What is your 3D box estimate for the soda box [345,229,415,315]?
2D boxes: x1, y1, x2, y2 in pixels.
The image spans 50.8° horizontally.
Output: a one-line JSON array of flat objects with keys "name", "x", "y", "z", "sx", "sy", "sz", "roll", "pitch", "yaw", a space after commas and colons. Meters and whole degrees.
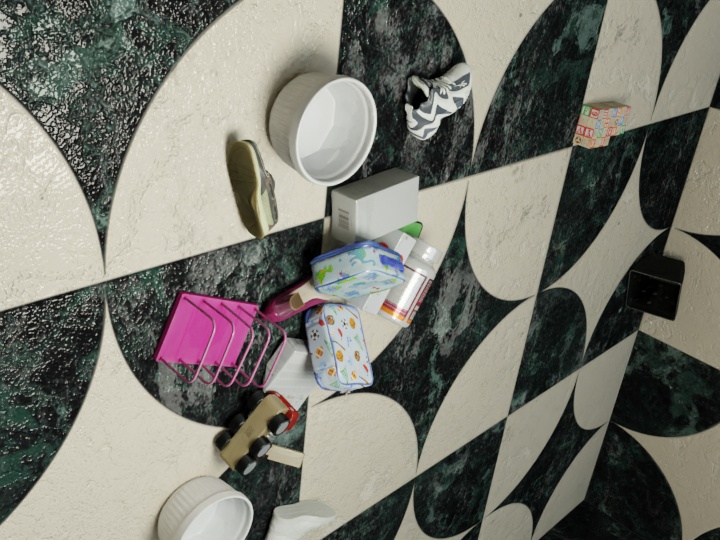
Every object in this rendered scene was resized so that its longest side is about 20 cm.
[{"name": "soda box", "x": 0.045, "y": -0.003, "z": 1.741, "sx": 0.064, "sy": 0.068, "sz": 0.201, "roll": 25, "pitch": 94, "yaw": -54}]

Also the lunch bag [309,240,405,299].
[{"name": "lunch bag", "x": 0.000, "y": 0.000, "z": 1.609, "sx": 0.200, "sy": 0.160, "sz": 0.083, "roll": 16, "pitch": 60, "yaw": -61}]

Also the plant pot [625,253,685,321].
[{"name": "plant pot", "x": 1.195, "y": 0.048, "z": 3.035, "sx": 0.178, "sy": 0.199, "sz": 0.201, "roll": -48, "pitch": 143, "yaw": -37}]

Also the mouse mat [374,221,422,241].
[{"name": "mouse mat", "x": 0.067, "y": -0.051, "z": 1.798, "sx": 0.199, "sy": 0.008, "sz": 0.162, "roll": 7, "pitch": 108, "yaw": -52}]

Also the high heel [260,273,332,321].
[{"name": "high heel", "x": -0.131, "y": 0.055, "z": 1.623, "sx": 0.200, "sy": 0.096, "sz": 0.068, "roll": -22, "pitch": 90, "yaw": -57}]

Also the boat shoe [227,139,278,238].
[{"name": "boat shoe", "x": -0.190, "y": -0.155, "z": 1.387, "sx": 0.066, "sy": 0.071, "sz": 0.202, "roll": -42, "pitch": 141, "yaw": -38}]

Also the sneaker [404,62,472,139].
[{"name": "sneaker", "x": 0.162, "y": -0.392, "z": 1.624, "sx": 0.199, "sy": 0.079, "sz": 0.130, "roll": -46, "pitch": 150, "yaw": -3}]

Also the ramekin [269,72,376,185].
[{"name": "ramekin", "x": -0.075, "y": -0.267, "z": 1.399, "sx": 0.199, "sy": 0.105, "sz": 0.202, "roll": -27, "pitch": 131, "yaw": -35}]

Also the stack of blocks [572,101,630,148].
[{"name": "stack of blocks", "x": 0.723, "y": -0.437, "z": 2.264, "sx": 0.199, "sy": 0.058, "sz": 0.116, "roll": -17, "pitch": 125, "yaw": -43}]

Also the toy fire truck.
[{"name": "toy fire truck", "x": -0.192, "y": 0.368, "z": 1.678, "sx": 0.176, "sy": 0.129, "sz": 0.200, "roll": -52, "pitch": 158, "yaw": 6}]

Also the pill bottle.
[{"name": "pill bottle", "x": 0.111, "y": 0.025, "z": 1.804, "sx": 0.109, "sy": 0.109, "sz": 0.201, "roll": 25, "pitch": 94, "yaw": -53}]

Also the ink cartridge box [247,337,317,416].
[{"name": "ink cartridge box", "x": -0.159, "y": 0.244, "z": 1.713, "sx": 0.200, "sy": 0.057, "sz": 0.162, "roll": -49, "pitch": 147, "yaw": 19}]

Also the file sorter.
[{"name": "file sorter", "x": -0.260, "y": 0.140, "z": 1.445, "sx": 0.199, "sy": 0.125, "sz": 0.140, "roll": 14, "pitch": 103, "yaw": -52}]

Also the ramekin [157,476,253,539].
[{"name": "ramekin", "x": -0.340, "y": 0.541, "z": 1.631, "sx": 0.199, "sy": 0.105, "sz": 0.202, "roll": -29, "pitch": 133, "yaw": -35}]

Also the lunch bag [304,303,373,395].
[{"name": "lunch bag", "x": -0.044, "y": 0.175, "z": 1.682, "sx": 0.160, "sy": 0.075, "sz": 0.202, "roll": 12, "pitch": 63, "yaw": -55}]

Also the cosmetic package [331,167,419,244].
[{"name": "cosmetic package", "x": 0.034, "y": -0.140, "z": 1.639, "sx": 0.199, "sy": 0.081, "sz": 0.114, "roll": -24, "pitch": 127, "yaw": -40}]

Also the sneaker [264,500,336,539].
[{"name": "sneaker", "x": -0.161, "y": 0.663, "z": 1.953, "sx": 0.199, "sy": 0.074, "sz": 0.116, "roll": 10, "pitch": 107, "yaw": -41}]
